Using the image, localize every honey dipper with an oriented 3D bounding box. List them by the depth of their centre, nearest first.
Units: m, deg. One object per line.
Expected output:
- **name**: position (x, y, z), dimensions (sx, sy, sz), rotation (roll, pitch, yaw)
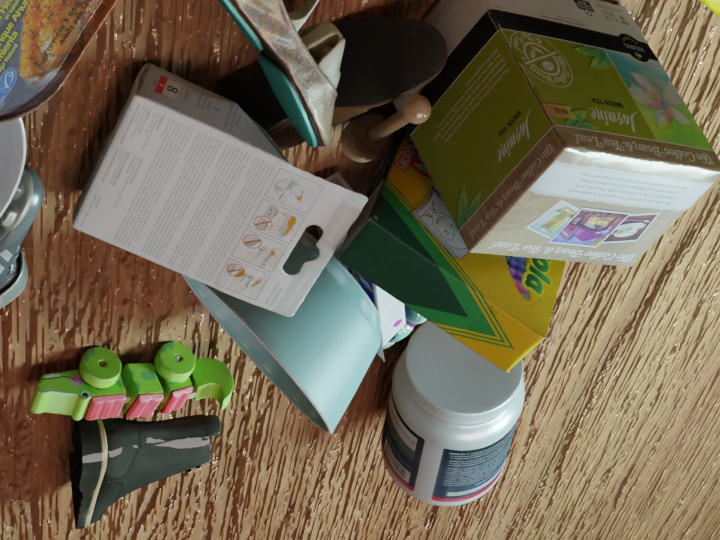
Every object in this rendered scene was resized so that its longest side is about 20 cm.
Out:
- **honey dipper**: position (0.021, -0.116, 1.505), dimensions (0.038, 0.038, 0.200), rotation (-18, -179, -12)

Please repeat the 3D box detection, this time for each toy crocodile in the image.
- **toy crocodile**: position (-0.215, 0.113, 1.764), dimensions (0.199, 0.062, 0.068), rotation (-3, 144, -33)

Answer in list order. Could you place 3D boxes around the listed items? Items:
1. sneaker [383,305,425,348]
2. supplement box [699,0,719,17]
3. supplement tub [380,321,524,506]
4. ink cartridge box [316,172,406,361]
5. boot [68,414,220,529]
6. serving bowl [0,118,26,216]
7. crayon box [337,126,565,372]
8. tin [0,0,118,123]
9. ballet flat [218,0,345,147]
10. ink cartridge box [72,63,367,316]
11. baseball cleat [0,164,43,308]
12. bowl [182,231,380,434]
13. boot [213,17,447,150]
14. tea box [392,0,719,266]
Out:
- **sneaker**: position (0.074, 0.006, 1.801), dimensions (0.140, 0.078, 0.200), rotation (-27, 180, -39)
- **supplement box**: position (0.303, -0.274, 1.488), dimensions (0.109, 0.109, 0.200), rotation (-37, 148, 22)
- **supplement tub**: position (0.098, 0.148, 1.974), dimensions (0.140, 0.141, 0.200), rotation (-16, 150, -16)
- **ink cartridge box**: position (0.000, 0.000, 1.704), dimensions (0.037, 0.095, 0.200), rotation (-33, 154, -16)
- **boot**: position (-0.217, 0.201, 1.852), dimensions (0.138, 0.078, 0.200), rotation (-5, 158, -15)
- **serving bowl**: position (-0.344, -0.081, 1.337), dimensions (0.199, 0.066, 0.201), rotation (-25, 141, -22)
- **crayon box**: position (0.088, -0.035, 1.553), dimensions (0.172, 0.200, 0.058), rotation (33, 128, -8)
- **tin**: position (-0.221, -0.190, 1.255), dimensions (0.200, 0.042, 0.112), rotation (-54, 147, 13)
- **ballet flat**: position (-0.051, -0.175, 1.389), dimensions (0.067, 0.068, 0.200), rotation (-37, 133, -5)
- **ink cartridge box**: position (-0.112, -0.061, 1.487), dimensions (0.199, 0.050, 0.162), rotation (22, 134, -13)
- **baseball cleat**: position (-0.296, -0.024, 1.496), dimensions (0.200, 0.070, 0.106), rotation (-35, 157, 35)
- **bowl**: position (-0.057, 0.038, 1.664), dimensions (0.105, 0.201, 0.201), rotation (-42, 151, -8)
- **boot**: position (-0.023, -0.146, 1.503), dimensions (0.199, 0.074, 0.075), rotation (-19, 163, 6)
- **tea box**: position (0.157, -0.121, 1.535), dimensions (0.199, 0.197, 0.134), rotation (4, 140, -41)
